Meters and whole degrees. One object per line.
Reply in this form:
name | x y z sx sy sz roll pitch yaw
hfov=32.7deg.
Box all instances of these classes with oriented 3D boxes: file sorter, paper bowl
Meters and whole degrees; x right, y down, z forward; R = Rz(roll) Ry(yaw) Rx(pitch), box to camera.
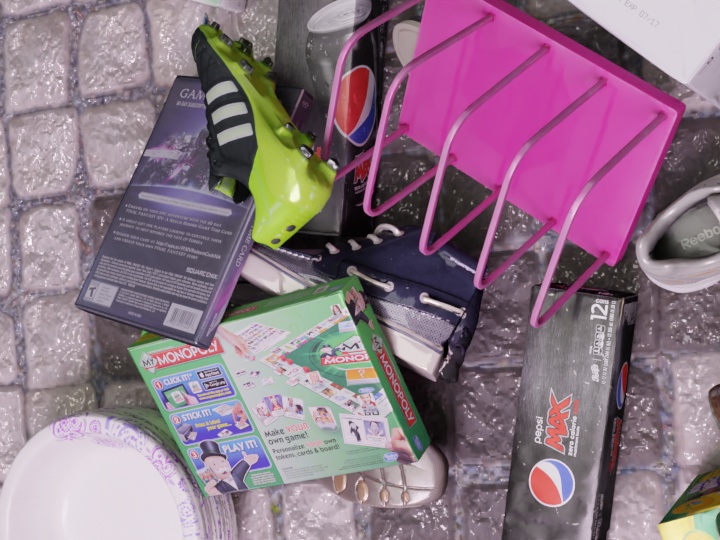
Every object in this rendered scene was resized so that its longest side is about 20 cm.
file sorter | 0.084 -0.080 0.828 0.199 0.125 0.140 35 139 21
paper bowl | -0.192 0.213 1.017 0.199 0.104 0.203 0 91 23

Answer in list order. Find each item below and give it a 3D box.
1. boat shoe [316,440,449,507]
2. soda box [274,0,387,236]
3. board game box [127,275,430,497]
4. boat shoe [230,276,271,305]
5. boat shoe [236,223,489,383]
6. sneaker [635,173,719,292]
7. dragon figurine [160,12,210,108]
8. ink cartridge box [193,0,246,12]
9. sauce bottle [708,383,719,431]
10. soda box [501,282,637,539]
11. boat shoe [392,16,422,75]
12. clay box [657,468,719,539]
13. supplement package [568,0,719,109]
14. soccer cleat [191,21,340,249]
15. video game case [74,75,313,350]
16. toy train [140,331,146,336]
boat shoe | -0.015 0.131 0.955 0.198 0.073 0.075 15 94 29
soda box | -0.025 -0.129 0.951 0.070 0.063 0.202 5 94 24
board game box | -0.062 0.089 0.887 0.199 0.029 0.136 -15 107 32
boat shoe | -0.049 0.027 0.967 0.198 0.073 0.066 2 87 25
boat shoe | 0.000 0.000 0.896 0.199 0.075 0.093 27 83 11
sneaker | 0.270 -0.047 0.814 0.199 0.092 0.076 -37 77 20
dragon figurine | -0.110 -0.104 0.993 0.099 0.059 0.202 6 74 24
ink cartridge box | -0.168 -0.318 1.029 0.198 0.050 0.163 19 98 20
sauce bottle | 0.331 0.063 0.804 0.199 0.065 0.065 -29 80 21
soda box | 0.151 0.112 0.885 0.070 0.063 0.202 8 94 24
boat shoe | 0.114 -0.142 0.912 0.199 0.073 0.063 32 60 25
clay box | 0.236 0.195 0.774 0.047 0.200 0.116 -21 82 23
supplement package | 0.212 -0.183 0.778 0.114 0.200 0.110 41 107 17
soccer cleat | -0.085 -0.100 0.859 0.081 0.067 0.201 -47 49 19
video game case | -0.126 -0.050 0.917 0.142 0.019 0.202 12 75 40
toy train | -0.165 0.043 1.016 0.201 0.041 0.057 61 145 27
